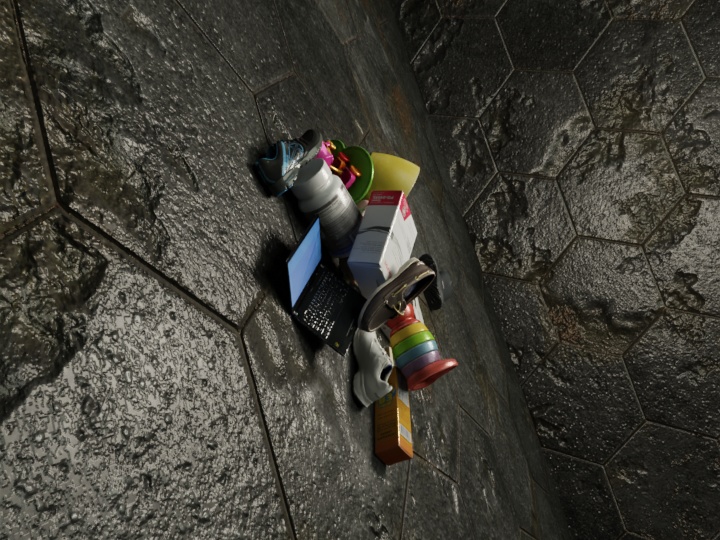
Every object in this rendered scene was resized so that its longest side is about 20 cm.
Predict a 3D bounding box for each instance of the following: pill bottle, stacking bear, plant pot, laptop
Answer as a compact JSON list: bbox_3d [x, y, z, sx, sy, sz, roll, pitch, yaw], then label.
[{"bbox_3d":[-0.070,-0.137,1.237,0.202,0.111,0.115,56,24,-31],"label":"pill bottle"},{"bbox_3d":[0.116,0.159,1.287,0.112,0.121,0.204,-3,60,-46],"label":"stacking bear"},{"bbox_3d":[0.058,-0.255,1.616,0.140,0.201,0.202,33,30,-11],"label":"plant pot"},{"bbox_3d":[-0.058,0.026,1.081,0.198,0.103,0.179,38,37,-8],"label":"laptop"}]

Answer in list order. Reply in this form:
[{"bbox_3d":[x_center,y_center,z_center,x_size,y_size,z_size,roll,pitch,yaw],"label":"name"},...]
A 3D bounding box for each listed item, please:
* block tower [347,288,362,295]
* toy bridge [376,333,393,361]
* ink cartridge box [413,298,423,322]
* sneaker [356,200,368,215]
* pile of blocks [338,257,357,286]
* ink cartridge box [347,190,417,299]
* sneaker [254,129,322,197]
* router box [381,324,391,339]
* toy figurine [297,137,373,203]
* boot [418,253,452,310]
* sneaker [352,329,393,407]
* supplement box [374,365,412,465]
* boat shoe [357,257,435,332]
[{"bbox_3d":[-0.004,0.091,1.275,0.199,0.057,0.055,27,45,-64],"label":"block tower"},{"bbox_3d":[0.067,0.221,1.369,0.200,0.027,0.069,47,31,-46],"label":"toy bridge"},{"bbox_3d":[0.151,0.160,1.543,0.161,0.046,0.204,-85,158,-64],"label":"ink cartridge box"},{"bbox_3d":[-0.001,-0.127,1.457,0.105,0.073,0.205,54,29,-47],"label":"sneaker"},{"bbox_3d":[0.000,0.000,1.356,0.198,0.061,0.085,3,93,-58],"label":"pile of blocks"},{"bbox_3d":[0.051,-0.051,1.231,0.147,0.081,0.204,64,38,-49],"label":"ink cartridge box"},{"bbox_3d":[-0.143,-0.244,1.153,0.082,0.072,0.202,48,46,-21],"label":"sneaker"},{"bbox_3d":[0.073,0.079,1.491,0.201,0.048,0.182,54,25,-36],"label":"router box"},{"bbox_3d":[-0.089,-0.266,1.323,0.182,0.150,0.202,17,33,-53],"label":"toy figurine"},{"bbox_3d":[0.267,0.026,1.996,0.168,0.074,0.206,-34,109,-66],"label":"boot"},{"bbox_3d":[0.032,0.197,1.219,0.075,0.085,0.204,47,29,-42],"label":"sneaker"},{"bbox_3d":[0.070,0.316,1.234,0.069,0.065,0.203,49,27,-34],"label":"supplement box"},{"bbox_3d":[0.075,0.056,1.147,0.200,0.059,0.073,-43,143,-24],"label":"boat shoe"}]
